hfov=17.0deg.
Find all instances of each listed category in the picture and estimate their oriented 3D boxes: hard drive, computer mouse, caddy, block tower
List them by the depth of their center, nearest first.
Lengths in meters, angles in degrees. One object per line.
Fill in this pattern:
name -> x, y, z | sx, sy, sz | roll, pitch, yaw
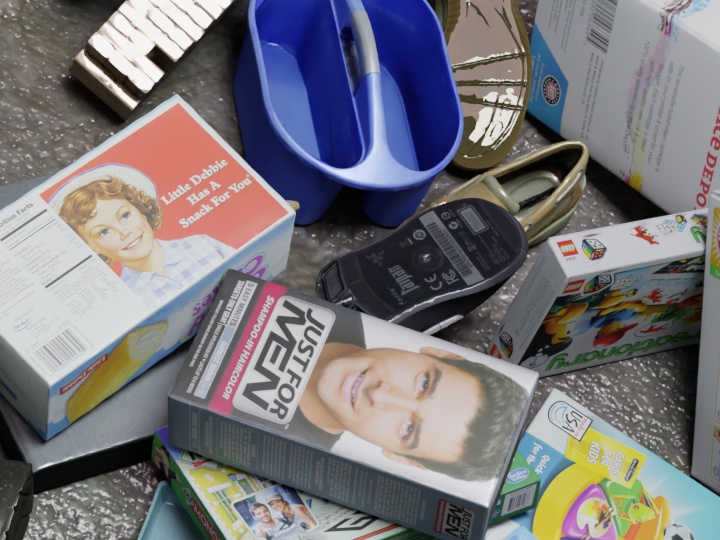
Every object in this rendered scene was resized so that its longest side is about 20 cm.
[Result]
hard drive -> -0.183, 0.031, 1.509 | 0.139, 0.033, 0.201 | -15, 62, -28
computer mouse -> 0.000, 0.000, 1.552 | 0.199, 0.046, 0.141 | -30, 58, -20
block tower -> -0.108, -0.194, 1.634 | 0.058, 0.054, 0.200 | 41, 75, -5
caddy -> -0.009, -0.124, 1.636 | 0.140, 0.105, 0.201 | 1, 55, -20

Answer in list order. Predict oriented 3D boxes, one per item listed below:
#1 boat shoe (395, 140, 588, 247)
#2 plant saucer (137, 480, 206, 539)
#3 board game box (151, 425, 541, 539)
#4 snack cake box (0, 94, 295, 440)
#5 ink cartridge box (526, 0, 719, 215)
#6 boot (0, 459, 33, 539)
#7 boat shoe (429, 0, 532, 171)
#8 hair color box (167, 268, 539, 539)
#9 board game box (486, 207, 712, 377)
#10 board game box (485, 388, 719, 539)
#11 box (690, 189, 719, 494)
boat shoe -> 0.079, -0.034, 1.622 | 0.072, 0.076, 0.200 | 44, 55, 11
plant saucer -> -0.040, 0.194, 1.454 | 0.199, 0.019, 0.070 | 23, 51, -4
board game box -> -0.009, 0.121, 1.469 | 0.199, 0.029, 0.135 | -17, 49, -26
snack cake box -> -0.150, -0.005, 1.468 | 0.200, 0.067, 0.115 | -36, 68, -28
ink cartridge box -> 0.237, -0.145, 1.680 | 0.145, 0.147, 0.200 | -24, 49, -34
boot -> -0.272, 0.177, 1.365 | 0.130, 0.068, 0.201 | 13, 52, 5
boat shoe -> 0.082, -0.161, 1.723 | 0.071, 0.066, 0.203 | 0, 74, -4
hair color box -> -0.005, 0.082, 1.430 | 0.199, 0.061, 0.099 | 19, 57, 8
board game box -> 0.192, 0.011, 1.600 | 0.199, 0.127, 0.035 | -11, 59, -26
board game box -> 0.165, 0.187, 1.514 | 0.199, 0.047, 0.151 | 33, 52, 5
box -> 0.289, 0.049, 1.548 | 0.112, 0.202, 0.101 | -10, 23, -26
